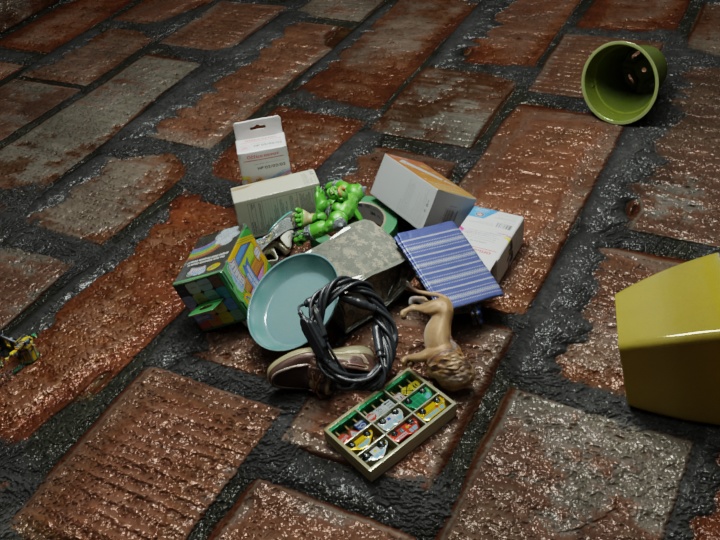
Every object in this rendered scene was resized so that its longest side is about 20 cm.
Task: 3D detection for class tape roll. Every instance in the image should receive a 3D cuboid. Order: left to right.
[{"bbox_3d":[-0.015,-0.089,1.873,0.195,0.049,0.202,-4,38,3],"label":"tape roll"}]

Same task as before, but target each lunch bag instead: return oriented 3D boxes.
[{"bbox_3d":[0.000,0.000,1.690,0.198,0.119,0.164,-32,45,-17],"label":"lunch bag"}]

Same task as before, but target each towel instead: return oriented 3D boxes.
[{"bbox_3d":[0.163,-0.009,1.627,0.142,0.024,0.202,-14,53,-24],"label":"towel"}]

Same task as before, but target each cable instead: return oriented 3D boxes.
[{"bbox_3d":[-0.012,0.113,1.496,0.161,0.051,0.202,-28,81,-28],"label":"cable"}]

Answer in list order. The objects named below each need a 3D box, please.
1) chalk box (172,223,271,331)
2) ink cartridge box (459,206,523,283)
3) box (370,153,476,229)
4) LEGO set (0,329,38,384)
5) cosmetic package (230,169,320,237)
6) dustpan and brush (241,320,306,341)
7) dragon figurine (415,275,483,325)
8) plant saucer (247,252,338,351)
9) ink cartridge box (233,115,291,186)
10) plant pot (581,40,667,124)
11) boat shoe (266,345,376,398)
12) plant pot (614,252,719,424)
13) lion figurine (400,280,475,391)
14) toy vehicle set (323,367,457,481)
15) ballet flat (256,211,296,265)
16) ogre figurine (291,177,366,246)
[{"bbox_3d":[-0.272,0.028,1.680,0.122,0.125,0.202,-14,34,25],"label":"chalk box"},{"bbox_3d":[0.246,-0.040,1.745,0.113,0.069,0.200,14,42,25],"label":"ink cartridge box"},{"bbox_3d":[0.133,-0.161,1.860,0.123,0.099,0.200,7,23,-40],"label":"box"},{"bbox_3d":[-0.723,0.150,1.629,0.152,0.118,0.199,22,46,34],"label":"LEGO set"},{"bbox_3d":[-0.185,-0.148,1.935,0.195,0.107,0.072,-13,35,-9],"label":"cosmetic package"},{"bbox_3d":[-0.142,0.094,1.646,0.138,0.058,0.200,-25,43,-21],"label":"dustpan and brush"},{"bbox_3d":[0.168,0.043,1.659,0.097,0.060,0.201,-15,38,-10],"label":"dragon figurine"},{"bbox_3d":[-0.117,0.063,1.587,0.196,0.036,0.204,-16,53,22],"label":"plant saucer"},{"bbox_3d":[-0.218,-0.239,1.964,0.112,0.203,0.068,-11,36,-4],"label":"ink cartridge box"},{"bbox_3d":[0.689,-0.491,2.179,0.197,0.204,0.189,20,31,32],"label":"plant pot"},{"bbox_3d":[-0.065,0.183,1.512,0.195,0.073,0.073,-5,38,-9],"label":"boat shoe"},{"bbox_3d":[0.512,0.120,1.402,0.173,0.203,0.202,-8,35,19],"label":"plant pot"},{"bbox_3d":[0.135,0.110,1.503,0.120,0.072,0.205,-9,76,24],"label":"lion figurine"},{"bbox_3d":[0.051,0.252,1.434,0.198,0.027,0.123,-32,43,-28],"label":"toy vehicle set"},{"bbox_3d":[-0.190,-0.051,1.854,0.071,0.073,0.200,23,47,34],"label":"ballet flat"},{"bbox_3d":[-0.058,-0.131,1.824,0.118,0.100,0.200,-6,18,32],"label":"ogre figurine"}]
